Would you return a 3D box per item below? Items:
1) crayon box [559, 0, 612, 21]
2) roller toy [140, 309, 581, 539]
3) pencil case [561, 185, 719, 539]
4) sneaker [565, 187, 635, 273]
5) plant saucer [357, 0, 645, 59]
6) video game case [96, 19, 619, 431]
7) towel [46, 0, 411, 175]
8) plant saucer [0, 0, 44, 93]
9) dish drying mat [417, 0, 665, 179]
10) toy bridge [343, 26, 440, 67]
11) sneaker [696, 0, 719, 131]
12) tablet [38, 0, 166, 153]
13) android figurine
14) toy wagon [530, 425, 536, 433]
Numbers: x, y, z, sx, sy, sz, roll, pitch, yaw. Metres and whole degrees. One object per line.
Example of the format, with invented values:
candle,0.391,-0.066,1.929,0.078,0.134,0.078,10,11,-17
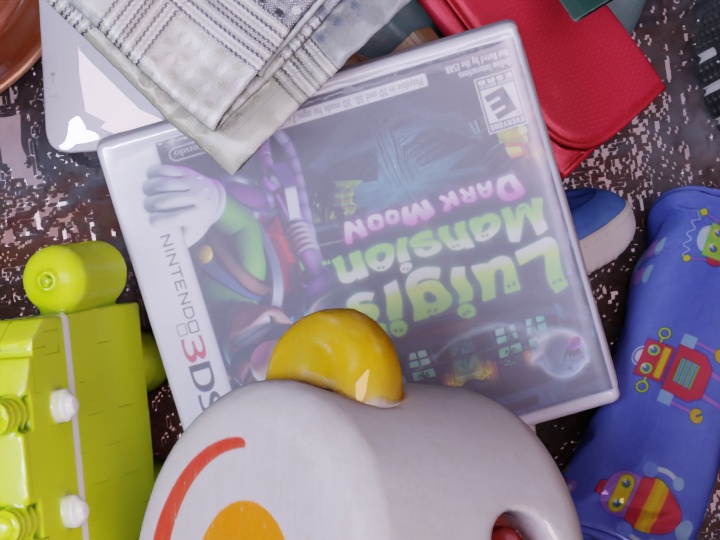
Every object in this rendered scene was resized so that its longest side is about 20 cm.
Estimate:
crayon box,0.128,-0.223,1.431,0.126,0.051,0.200,53,49,-8
roller toy,-0.006,0.137,1.273,0.139,0.183,0.200,5,129,-38
pencil case,0.145,0.061,1.431,0.078,0.087,0.201,21,68,5
sneaker,0.029,-0.039,1.423,0.199,0.077,0.112,-13,102,-7
plant saucer,0.054,-0.168,1.452,0.199,0.036,0.201,0,89,-14
video game case,0.000,0.000,1.370,0.199,0.023,0.183,-16,101,3
towel,-0.059,-0.174,1.303,0.200,0.035,0.193,43,85,-1
plant saucer,-0.225,-0.165,1.388,0.199,0.032,0.202,0,90,-14
dish drying mat,0.061,-0.143,1.421,0.077,0.018,0.200,-41,97,-22
toy bridge,-0.047,-0.156,1.417,0.067,0.027,0.200,-42,86,22
sneaker,0.237,-0.064,1.486,0.080,0.074,0.201,-35,102,-26
tablet,-0.085,-0.157,1.382,0.129,0.014,0.201,-3,87,-3
android figurine,-0.126,0.079,1.330,0.041,0.200,0.183,-4,90,16
toy wagon,0.028,0.096,1.443,0.155,0.040,0.200,39,81,-11
